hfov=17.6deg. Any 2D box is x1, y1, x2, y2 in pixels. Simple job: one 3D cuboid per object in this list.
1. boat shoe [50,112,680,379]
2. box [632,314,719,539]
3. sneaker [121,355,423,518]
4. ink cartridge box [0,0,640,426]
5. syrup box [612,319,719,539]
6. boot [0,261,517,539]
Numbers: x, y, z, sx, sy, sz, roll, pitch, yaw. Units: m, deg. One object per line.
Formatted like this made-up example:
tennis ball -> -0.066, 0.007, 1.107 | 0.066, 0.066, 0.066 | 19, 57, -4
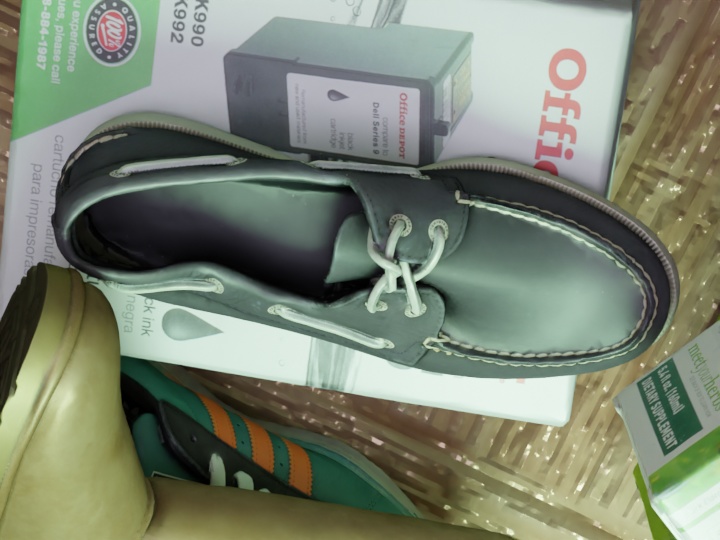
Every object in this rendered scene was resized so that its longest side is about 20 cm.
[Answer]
boat shoe -> 0.000, 0.000, 0.718 | 0.198, 0.063, 0.073 | 12, 108, 3
box -> 0.158, 0.017, 0.758 | 0.047, 0.122, 0.201 | 23, 108, -9
sneaker -> -0.059, 0.081, 0.828 | 0.199, 0.080, 0.072 | 33, 108, -3
ink cartridge box -> -0.013, -0.042, 0.785 | 0.198, 0.084, 0.147 | 9, 108, 5
syrup box -> 0.177, 0.020, 0.653 | 0.199, 0.079, 0.082 | -37, 107, 10
boot -> -0.033, 0.081, 0.758 | 0.198, 0.066, 0.176 | 13, 137, -13
